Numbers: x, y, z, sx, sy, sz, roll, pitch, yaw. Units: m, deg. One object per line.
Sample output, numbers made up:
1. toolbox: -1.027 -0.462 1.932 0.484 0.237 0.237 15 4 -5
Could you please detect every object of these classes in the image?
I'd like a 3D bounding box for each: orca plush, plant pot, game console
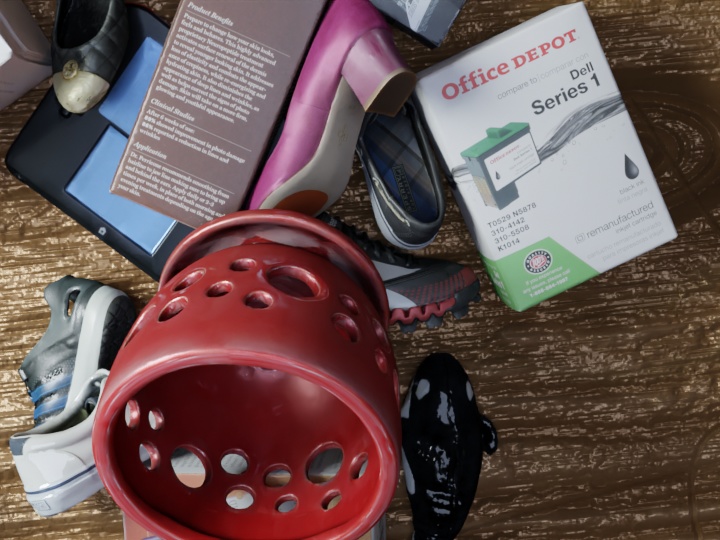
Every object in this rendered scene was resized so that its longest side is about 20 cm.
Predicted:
1. orca plush: 0.060 0.176 0.837 0.104 0.071 0.202 19 98 -5
2. plant pot: -0.068 0.074 0.692 0.198 0.183 0.202 2 124 2
3. game console: -0.165 -0.096 0.807 0.199 0.031 0.177 37 95 -7

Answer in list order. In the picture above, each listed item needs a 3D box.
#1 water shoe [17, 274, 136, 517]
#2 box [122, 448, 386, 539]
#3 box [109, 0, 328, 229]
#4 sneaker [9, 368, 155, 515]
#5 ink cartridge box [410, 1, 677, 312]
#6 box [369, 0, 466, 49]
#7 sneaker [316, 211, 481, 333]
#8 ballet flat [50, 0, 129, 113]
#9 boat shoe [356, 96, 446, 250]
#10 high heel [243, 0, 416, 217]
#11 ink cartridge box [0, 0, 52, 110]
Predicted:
1. water shoe: -0.246 0.103 0.827 0.078 0.071 0.202 20 96 19
2. box: -0.081 0.219 0.808 0.198 0.106 0.154 -1 99 6
3. box: -0.106 -0.135 0.753 0.099 0.075 0.201 24 101 -5
4. sneaker: -0.179 0.107 0.774 0.200 0.073 0.071 -35 112 -39
5. ink cartridge box: 0.142 -0.092 0.792 0.145 0.084 0.201 -26 99 2
6. box: 0.015 -0.294 0.773 0.199 0.050 0.159 30 97 -7
7. sneaker: 0.000 0.000 0.807 0.198 0.071 0.099 -3 101 0
8. ballet flat: -0.209 -0.220 0.751 0.066 0.057 0.202 3 83 19
9. boat shoe: 0.017 -0.115 0.772 0.069 0.066 0.202 -15 84 -16
10. high heel: -0.040 -0.111 0.748 0.200 0.067 0.097 -44 59 25
11. ink cartridge box: -0.355 -0.161 0.732 0.199 0.145 0.148 -33 99 3
